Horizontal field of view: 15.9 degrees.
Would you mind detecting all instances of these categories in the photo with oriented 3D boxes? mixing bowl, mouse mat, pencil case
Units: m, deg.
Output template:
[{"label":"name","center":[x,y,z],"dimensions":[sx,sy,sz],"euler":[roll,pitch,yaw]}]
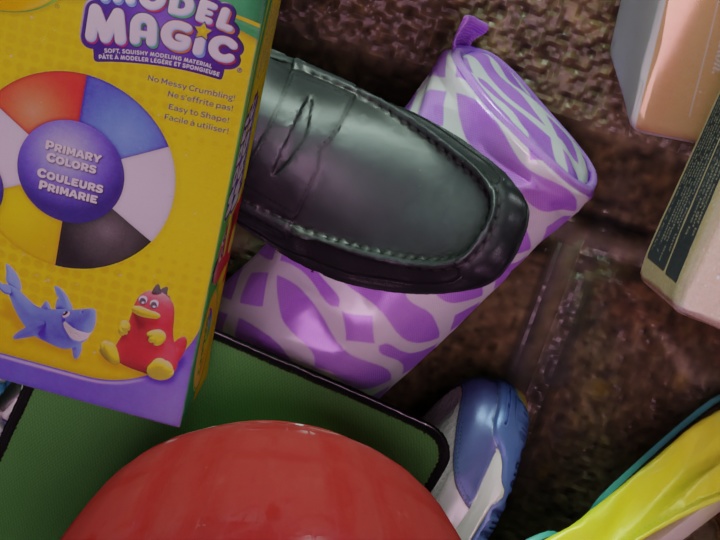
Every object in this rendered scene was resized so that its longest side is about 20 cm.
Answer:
[{"label":"mixing bowl","center":[-0.035,0.126,0.939],"dimensions":[0.199,0.109,0.201],"euler":[2,140,2]},{"label":"mouse mat","center":[-0.074,0.110,1.013],"dimensions":[0.160,0.008,0.201],"euler":[24,116,-9]},{"label":"pencil case","center":[0.000,0.000,1.014],"dimensions":[0.200,0.084,0.086],"euler":[-42,68,13]}]

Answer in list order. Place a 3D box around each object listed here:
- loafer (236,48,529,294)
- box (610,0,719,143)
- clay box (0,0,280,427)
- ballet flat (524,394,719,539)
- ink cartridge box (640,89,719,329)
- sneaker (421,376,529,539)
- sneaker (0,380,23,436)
[{"label":"loafer","center":[-0.031,-0.044,0.950],"dimensions":[0.200,0.070,0.068],"euler":[23,84,29]},{"label":"box","center":[0.207,-0.118,0.950],"dimensions":[0.199,0.106,0.153],"euler":[10,110,-3]},{"label":"clay box","center":[-0.095,-0.053,0.902],"dimensions":[0.114,0.048,0.201],"euler":[14,118,4]},{"label":"ballet flat","center":[0.099,0.125,1.025],"dimensions":[0.200,0.067,0.067],"euler":[-35,148,-13]},{"label":"ink cartridge box","center":[0.219,-0.028,0.870],"dimensions":[0.199,0.075,0.165],"euler":[22,97,-6]},{"label":"sneaker","center":[-0.015,0.112,1.055],"dimensions":[0.088,0.075,0.200],"euler":[36,106,-12]},{"label":"sneaker","center":[-0.157,0.113,1.060],"dimensions":[0.087,0.075,0.200],"euler":[41,106,-19]}]
